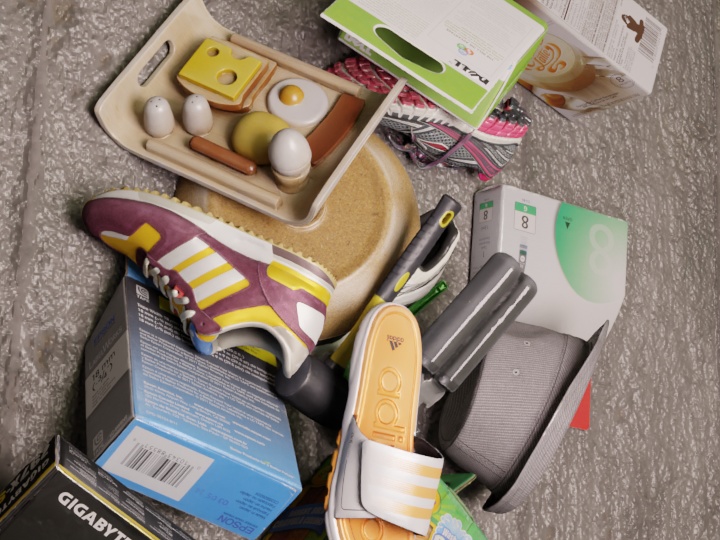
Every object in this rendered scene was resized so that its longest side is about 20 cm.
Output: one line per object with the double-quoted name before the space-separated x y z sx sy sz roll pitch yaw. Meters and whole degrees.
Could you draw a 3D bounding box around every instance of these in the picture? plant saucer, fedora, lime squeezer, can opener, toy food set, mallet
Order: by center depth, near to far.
"mallet" 0.006 0.024 1.077 0.066 0.041 0.201 28 93 -37
"toy food set" -0.083 -0.132 1.093 0.199 0.061 0.144 25 60 15
"plant saucer" -0.049 -0.046 1.114 0.198 0.035 0.202 2 71 -5
"can opener" 0.058 0.067 1.171 0.200 0.067 0.053 -49 124 -5
"lime squeezer" 0.018 0.058 1.189 0.038 0.071 0.200 42 27 -1
"fedora" 0.129 0.107 1.211 0.090 0.177 0.201 30 51 1

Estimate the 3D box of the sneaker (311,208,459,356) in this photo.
"sneaker" 0.000 0.000 1.159 0.199 0.088 0.076 -29 75 -39

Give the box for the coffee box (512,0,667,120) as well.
"coffee box" 0.173 -0.233 1.321 0.199 0.114 0.080 31 65 -27

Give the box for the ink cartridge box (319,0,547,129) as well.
"ink cartridge box" 0.051 -0.181 1.174 0.147 0.076 0.200 34 38 5

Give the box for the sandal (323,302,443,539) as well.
"sandal" 0.024 0.123 1.026 0.079 0.059 0.209 11 77 -34

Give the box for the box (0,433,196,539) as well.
"box" -0.184 0.232 0.965 0.160 0.049 0.200 -44 113 8

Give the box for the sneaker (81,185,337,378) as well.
"sneaker" -0.121 0.009 1.036 0.198 0.075 0.091 20 73 7

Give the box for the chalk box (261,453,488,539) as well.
"chalk box" 0.014 0.222 1.117 0.124 0.124 0.200 52 56 -17

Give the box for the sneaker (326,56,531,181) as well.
"sneaker" 0.053 -0.128 1.243 0.198 0.075 0.081 14 32 -22

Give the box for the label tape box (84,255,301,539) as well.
"label tape box" -0.129 0.087 1.058 0.143 0.063 0.201 29 26 -28

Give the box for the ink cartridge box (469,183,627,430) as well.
"ink cartridge box" 0.173 0.036 1.314 0.160 0.050 0.202 13 72 -33
